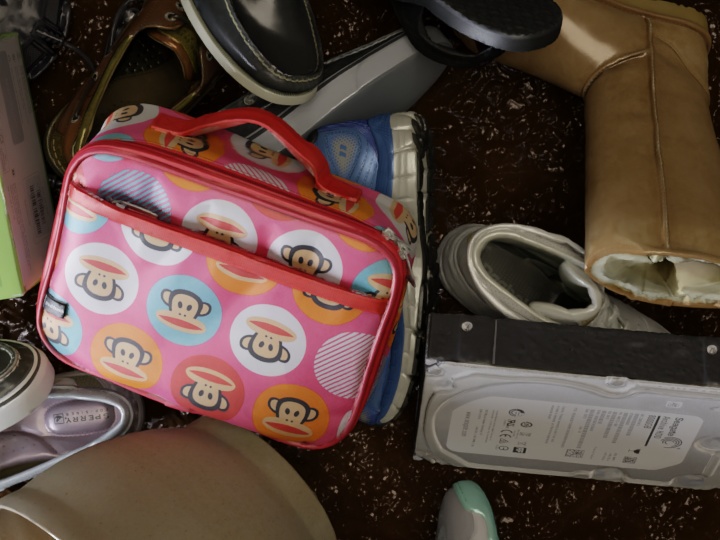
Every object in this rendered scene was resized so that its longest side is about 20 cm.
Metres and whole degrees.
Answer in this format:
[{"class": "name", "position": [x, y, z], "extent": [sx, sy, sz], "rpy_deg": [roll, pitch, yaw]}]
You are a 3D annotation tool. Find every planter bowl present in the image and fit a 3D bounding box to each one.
[{"class": "planter bowl", "position": [-0.098, 0.170, 0.863], "extent": [0.135, 0.200, 0.200], "rpy_deg": [-41, 91, -27]}]

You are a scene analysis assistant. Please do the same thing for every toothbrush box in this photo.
[{"class": "toothbrush box", "position": [-0.291, -0.051, 0.868], "extent": [0.200, 0.086, 0.146], "rpy_deg": [-8, 102, 6]}]

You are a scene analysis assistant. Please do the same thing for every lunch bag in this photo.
[{"class": "lunch bag", "position": [-0.070, -0.006, 0.831], "extent": [0.200, 0.082, 0.176], "rpy_deg": [19, 119, 1]}]

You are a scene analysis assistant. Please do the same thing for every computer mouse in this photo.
[{"class": "computer mouse", "position": [-0.235, -0.132, 0.923], "extent": [0.200, 0.046, 0.141], "rpy_deg": [20, 84, -14]}]

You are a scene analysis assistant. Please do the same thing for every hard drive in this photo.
[{"class": "hard drive", "position": [0.133, 0.081, 0.884], "extent": [0.200, 0.140, 0.038], "rpy_deg": [5, 59, 1]}]

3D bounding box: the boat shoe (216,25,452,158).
[{"class": "boat shoe", "position": [-0.040, -0.102, 0.918], "extent": [0.199, 0.074, 0.068], "rpy_deg": [-34, 71, 6]}]

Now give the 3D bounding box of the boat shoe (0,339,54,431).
[{"class": "boat shoe", "position": [-0.282, 0.061, 0.872], "extent": [0.200, 0.071, 0.064], "rpy_deg": [-5, 134, 6]}]

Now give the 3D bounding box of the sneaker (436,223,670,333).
[{"class": "sneaker", "position": [0.138, 0.039, 0.902], "extent": [0.200, 0.116, 0.074], "rpy_deg": [32, 86, -4]}]

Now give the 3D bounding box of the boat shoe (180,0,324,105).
[{"class": "boat shoe", "position": [-0.069, -0.191, 0.867], "extent": [0.072, 0.068, 0.200], "rpy_deg": [-12, 73, -31]}]

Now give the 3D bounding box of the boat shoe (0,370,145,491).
[{"class": "boat shoe", "position": [-0.233, 0.103, 0.907], "extent": [0.202, 0.065, 0.075], "rpy_deg": [-9, 89, -2]}]

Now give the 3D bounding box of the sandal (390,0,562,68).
[{"class": "sandal", "position": [0.051, -0.155, 0.879], "extent": [0.075, 0.200, 0.048], "rpy_deg": [-11, 120, -27]}]

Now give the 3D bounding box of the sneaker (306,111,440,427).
[{"class": "sneaker", "position": [0.000, 0.000, 0.906], "extent": [0.089, 0.079, 0.200], "rpy_deg": [3, 110, 13]}]

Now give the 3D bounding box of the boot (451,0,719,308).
[{"class": "boot", "position": [0.139, -0.081, 0.878], "extent": [0.175, 0.066, 0.200], "rpy_deg": [5, 55, -3]}]

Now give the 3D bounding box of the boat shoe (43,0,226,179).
[{"class": "boat shoe", "position": [-0.110, -0.131, 0.900], "extent": [0.072, 0.068, 0.200], "rpy_deg": [37, 78, -17]}]

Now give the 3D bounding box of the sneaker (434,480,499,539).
[{"class": "sneaker", "position": [0.014, 0.228, 0.911], "extent": [0.140, 0.078, 0.200], "rpy_deg": [2, 89, -3]}]
